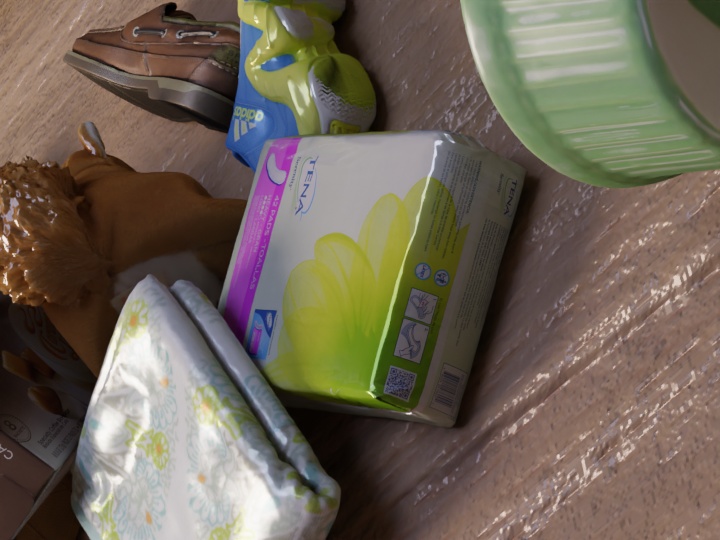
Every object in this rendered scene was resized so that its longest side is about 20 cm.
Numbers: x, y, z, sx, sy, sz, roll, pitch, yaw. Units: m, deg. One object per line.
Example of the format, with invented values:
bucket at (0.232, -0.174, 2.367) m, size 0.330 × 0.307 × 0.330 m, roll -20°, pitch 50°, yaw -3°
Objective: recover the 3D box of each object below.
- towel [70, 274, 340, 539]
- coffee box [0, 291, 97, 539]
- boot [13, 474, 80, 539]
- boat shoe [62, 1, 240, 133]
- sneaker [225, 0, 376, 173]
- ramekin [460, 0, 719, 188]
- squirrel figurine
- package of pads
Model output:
towel at (-0.094, 0.125, 1.449) m, size 0.200 × 0.048 × 0.171 m, roll 53°, pitch 134°, yaw 37°
coffee box at (-0.220, 0.081, 1.599) m, size 0.080 × 0.114 × 0.200 m, roll -54°, pitch 0°, yaw 21°
boot at (-0.264, 0.220, 1.701) m, size 0.200 × 0.073 × 0.155 m, roll -60°, pitch 11°, yaw -21°
boat shoe at (-0.124, -0.140, 1.729) m, size 0.200 × 0.072 × 0.068 m, roll 20°, pitch 84°, yaw 50°
sneaker at (-0.057, -0.127, 1.600) m, size 0.105 × 0.076 × 0.200 m, roll -50°, pitch 35°, yaw 28°
ramekin at (0.149, -0.137, 1.170) m, size 0.098 × 0.200 × 0.200 m, roll 1°, pitch 72°, yaw 50°
squirrel figurine at (-0.170, -0.028, 1.594) m, size 0.142 × 0.200 × 0.187 m, roll -66°, pitch 29°, yaw 17°
package of pads at (0.000, 0.000, 1.436) m, size 0.200 × 0.068 × 0.155 m, roll 4°, pitch 75°, yaw 57°
